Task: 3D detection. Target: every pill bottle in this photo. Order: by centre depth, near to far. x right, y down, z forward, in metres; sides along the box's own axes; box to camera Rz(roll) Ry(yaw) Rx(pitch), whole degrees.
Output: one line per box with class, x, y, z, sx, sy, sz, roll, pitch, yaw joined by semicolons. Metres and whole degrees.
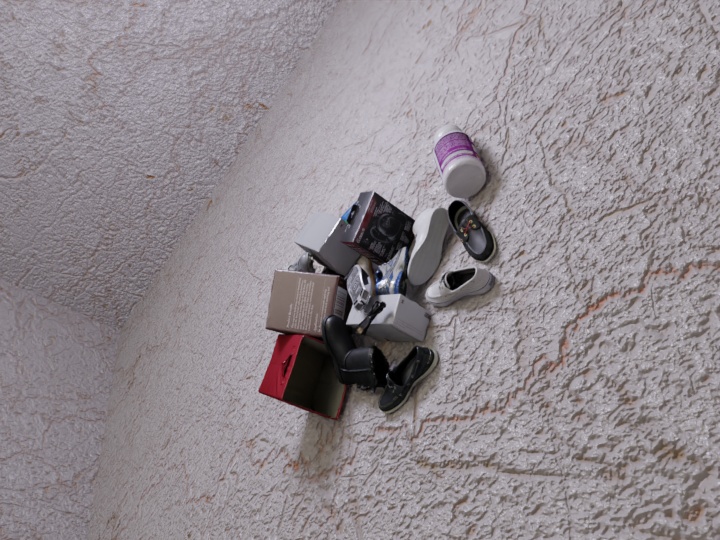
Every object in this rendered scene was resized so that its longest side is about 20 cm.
pill bottle;0.248;-0.288;1.551;0.112;0.111;0.203;-42;35;28

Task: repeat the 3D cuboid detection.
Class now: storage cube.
storage cube;-0.147;0.280;1.615;0.178;0.197;0.175;-8;60;60

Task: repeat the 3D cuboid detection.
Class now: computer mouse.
computer mouse;0.012;0.062;1.479;0.111;0.043;0.202;-60;28;30

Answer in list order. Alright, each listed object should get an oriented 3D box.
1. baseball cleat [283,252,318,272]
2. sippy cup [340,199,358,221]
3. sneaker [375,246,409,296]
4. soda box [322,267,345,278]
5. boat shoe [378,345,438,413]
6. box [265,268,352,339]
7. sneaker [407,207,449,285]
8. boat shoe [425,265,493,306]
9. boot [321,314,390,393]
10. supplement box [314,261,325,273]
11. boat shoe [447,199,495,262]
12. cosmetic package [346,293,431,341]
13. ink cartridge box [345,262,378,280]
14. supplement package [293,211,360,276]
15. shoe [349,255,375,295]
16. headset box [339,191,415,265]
baseball cleat;-0.180;0.001;1.770;0.201;0.103;0.072;88;179;-72
sippy cup;0.010;-0.150;1.802;0.176;0.140;0.131;33;82;35
sneaker;0.080;0.001;1.542;0.083;0.079;0.201;-3;28;16
soda box;-0.098;0.036;1.814;0.202;0.063;0.071;-53;4;-4
boat shoe;0.094;0.249;1.393;0.200;0.065;0.075;-47;33;24
box;-0.131;0.101;1.657;0.195;0.164;0.171;6;80;20
sneaker;0.165;-0.065;1.554;0.116;0.072;0.204;-147;79;-77
boat shoe;0.213;0.032;1.387;0.198;0.065;0.074;-14;54;52
boot;-0.010;0.203;1.489;0.161;0.072;0.203;-8;101;52
supplement box;-0.106;-0.027;1.922;0.125;0.073;0.204;15;79;60
boat shoe;0.258;-0.094;1.428;0.074;0.062;0.203;-45;35;21
cosmetic package;0.068;0.119;1.497;0.198;0.111;0.083;-7;58;57
ink cartridge box;-0.016;0.050;1.762;0.201;0.037;0.096;-49;32;25
supplement package;-0.089;-0.081;1.729;0.118;0.117;0.199;-53;27;-8
shoe;0.000;0.000;1.673;0.202;0.052;0.071;-105;29;-48
headset box;0.047;-0.108;1.627;0.077;0.198;0.152;7;71;58
